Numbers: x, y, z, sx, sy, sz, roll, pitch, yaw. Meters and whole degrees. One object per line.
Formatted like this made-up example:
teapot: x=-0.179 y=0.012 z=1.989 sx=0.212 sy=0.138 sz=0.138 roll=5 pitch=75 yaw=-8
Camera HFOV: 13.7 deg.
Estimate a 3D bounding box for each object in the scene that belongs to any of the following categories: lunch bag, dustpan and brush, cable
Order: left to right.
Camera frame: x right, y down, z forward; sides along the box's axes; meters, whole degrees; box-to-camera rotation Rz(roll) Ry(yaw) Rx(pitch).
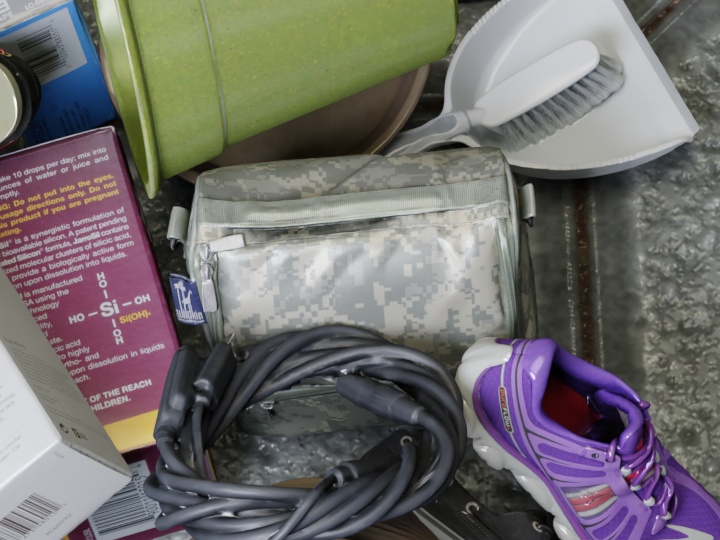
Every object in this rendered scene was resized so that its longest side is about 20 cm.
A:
cable: x=-0.027 y=0.092 z=1.535 sx=0.163 sy=0.051 sz=0.200 roll=5 pitch=27 yaw=0
lunch bag: x=0.000 y=0.000 z=1.677 sx=0.200 sy=0.168 sz=0.139 roll=-5 pitch=62 yaw=3
dustpan and brush: x=0.081 y=-0.094 z=1.777 sx=0.200 sy=0.057 sz=0.140 roll=-29 pitch=64 yaw=3

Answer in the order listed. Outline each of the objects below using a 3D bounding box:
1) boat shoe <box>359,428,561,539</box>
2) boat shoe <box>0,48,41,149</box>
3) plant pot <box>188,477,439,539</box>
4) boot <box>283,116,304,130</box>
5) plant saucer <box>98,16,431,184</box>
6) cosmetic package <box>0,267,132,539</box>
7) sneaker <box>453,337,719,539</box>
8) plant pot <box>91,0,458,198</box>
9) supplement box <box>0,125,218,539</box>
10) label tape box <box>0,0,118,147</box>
boat shoe: x=0.077 y=0.156 z=1.652 sx=0.200 sy=0.070 sz=0.066 roll=34 pitch=72 yaw=27
boat shoe: x=-0.277 y=-0.078 z=1.692 sx=0.201 sy=0.063 sz=0.074 roll=-13 pitch=96 yaw=13
plant pot: x=-0.021 y=0.173 z=1.578 sx=0.201 sy=0.201 sz=0.093 roll=2 pitch=53 yaw=6
boot: x=-0.051 y=-0.177 z=1.830 sx=0.144 sy=0.072 sz=0.200 roll=14 pitch=73 yaw=11
plant saucer: x=-0.054 y=-0.139 z=1.768 sx=0.200 sy=0.029 sz=0.200 roll=-1 pitch=82 yaw=6
cosmetic package: x=-0.222 y=0.057 z=1.578 sx=0.108 sy=0.085 sz=0.200 roll=-39 pitch=60 yaw=9
sneaker: x=0.136 y=0.106 z=1.615 sx=0.083 sy=0.200 sz=0.081 roll=-14 pitch=45 yaw=49
plant pot: x=-0.050 y=-0.158 z=1.677 sx=0.190 sy=0.200 sz=0.200 roll=-13 pitch=62 yaw=-8
supplement box: x=-0.154 y=0.043 z=1.690 sx=0.103 sy=0.131 sz=0.200 roll=-17 pitch=64 yaw=-3
label tape box: x=-0.223 y=-0.190 z=1.807 sx=0.063 sy=0.144 sz=0.200 roll=-26 pitch=63 yaw=-6
